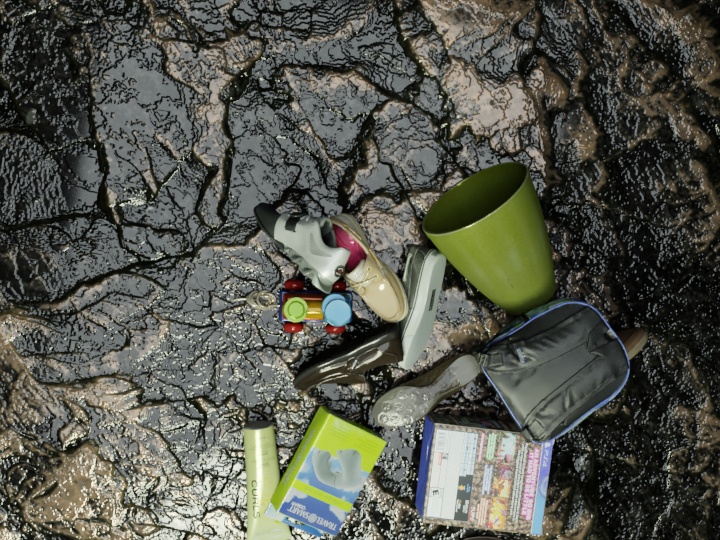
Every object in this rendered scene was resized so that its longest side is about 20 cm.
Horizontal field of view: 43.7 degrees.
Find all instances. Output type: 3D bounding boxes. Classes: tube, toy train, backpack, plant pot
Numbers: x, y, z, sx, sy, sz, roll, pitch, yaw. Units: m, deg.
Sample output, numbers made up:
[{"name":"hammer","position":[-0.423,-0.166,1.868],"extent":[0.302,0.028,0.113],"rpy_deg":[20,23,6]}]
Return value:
[{"name":"tube","position":[-0.156,0.349,1.467],"extent":[0.057,0.052,0.203],"rpy_deg":[0,98,25]},{"name":"toy train","position":[-0.108,0.059,1.422],"extent":[0.197,0.116,0.086],"rpy_deg":[2,92,-4]},{"name":"backpack","position":[0.300,0.142,1.391],"extent":[0.199,0.147,0.184],"rpy_deg":[-33,87,7]},{"name":"plant pot","position":[0.225,-0.034,1.423],"extent":[0.186,0.187,0.201],"rpy_deg":[-34,111,-2]}]

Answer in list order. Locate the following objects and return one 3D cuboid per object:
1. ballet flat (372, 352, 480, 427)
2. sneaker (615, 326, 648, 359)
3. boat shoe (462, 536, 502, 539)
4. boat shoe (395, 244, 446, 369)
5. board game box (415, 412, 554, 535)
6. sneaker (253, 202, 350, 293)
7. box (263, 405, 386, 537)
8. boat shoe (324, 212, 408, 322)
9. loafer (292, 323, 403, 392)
[{"name":"ballet flat","position":[0.109,0.196,1.484],"extent":[0.199,0.046,0.068],"rpy_deg":[-32,91,3]},{"name":"sneaker","position":[0.378,0.135,1.482],"extent":[0.198,0.070,0.076],"rpy_deg":[-32,93,-3]},{"name":"boat shoe","position":[0.253,0.496,1.495],"extent":[0.197,0.057,0.068],"rpy_deg":[19,91,-5]},{"name":"boat shoe","position":[0.086,0.058,1.466],"extent":[0.063,0.070,0.203],"rpy_deg":[19,101,28]},{"name":"board game box","position":[0.199,0.328,1.464],"extent":[0.197,0.097,0.162],"rpy_deg":[8,92,-4]},{"name":"sneaker","position":[-0.087,-0.059,1.407],"extent":[0.200,0.074,0.089],"rpy_deg":[43,100,28]},{"name":"box","position":[-0.058,0.336,1.458],"extent":[0.121,0.048,0.202],"rpy_deg":[28,90,-23]},{"name":"boat shoe","position":[0.000,0.000,1.429],"extent":[0.074,0.069,0.201],"rpy_deg":[-40,79,23]},{"name":"loafer","position":[-0.017,0.156,1.439],"extent":[0.198,0.073,0.072],"rpy_deg":[-25,99,16]}]
